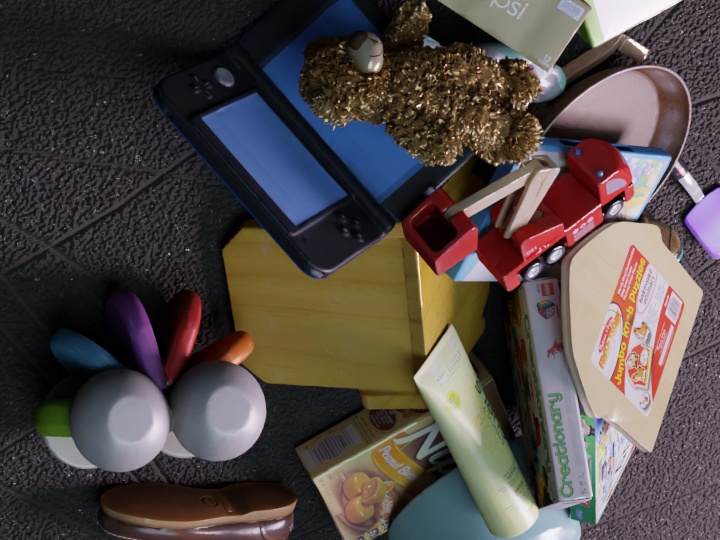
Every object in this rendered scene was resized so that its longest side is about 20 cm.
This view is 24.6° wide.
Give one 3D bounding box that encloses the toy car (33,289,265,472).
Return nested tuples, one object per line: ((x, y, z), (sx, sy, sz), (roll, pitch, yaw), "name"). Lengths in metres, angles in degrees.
((-0.180, 0.090, 1.402), (0.199, 0.175, 0.151), (-4, 87, -23), "toy car")

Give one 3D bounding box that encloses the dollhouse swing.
((0.000, 0.000, 1.490), (0.182, 0.175, 0.201), (-50, 143, -45), "dollhouse swing")

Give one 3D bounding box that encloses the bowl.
((0.137, 0.261, 1.626), (0.200, 0.105, 0.201), (-23, 153, -12), "bowl")

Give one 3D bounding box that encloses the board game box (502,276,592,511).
((0.170, 0.117, 1.518), (0.034, 0.201, 0.126), (-7, 168, -6), "board game box")

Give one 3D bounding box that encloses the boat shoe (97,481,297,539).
((-0.153, 0.242, 1.546), (0.199, 0.070, 0.071), (6, 113, -28), "boat shoe")

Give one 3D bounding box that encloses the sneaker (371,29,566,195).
((0.079, -0.122, 1.389), (0.199, 0.078, 0.141), (6, 82, -19), "sneaker")

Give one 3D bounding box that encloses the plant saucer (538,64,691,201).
((0.211, -0.106, 1.485), (0.200, 0.035, 0.201), (-24, 140, -22), "plant saucer")

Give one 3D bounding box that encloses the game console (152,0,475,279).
((-0.030, -0.121, 1.287), (0.118, 0.200, 0.171), (-45, 175, 33), "game console")

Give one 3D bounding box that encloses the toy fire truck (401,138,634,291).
((0.135, -0.053, 1.359), (0.200, 0.049, 0.141), (-37, 151, -7), "toy fire truck")

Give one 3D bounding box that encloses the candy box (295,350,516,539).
((0.049, 0.176, 1.610), (0.199, 0.055, 0.116), (-29, 130, -5), "candy box")

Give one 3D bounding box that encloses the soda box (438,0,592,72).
((0.082, -0.242, 1.312), (0.199, 0.068, 0.064), (32, 105, -13), "soda box")

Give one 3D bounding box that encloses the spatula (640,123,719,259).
((0.315, -0.086, 1.591), (0.056, 0.021, 0.200), (-41, 128, 6), "spatula")

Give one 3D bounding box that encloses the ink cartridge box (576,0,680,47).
((0.246, -0.303, 1.387), (0.199, 0.076, 0.148), (-29, 127, -7), "ink cartridge box")

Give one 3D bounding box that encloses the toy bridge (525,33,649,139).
((0.177, -0.134, 1.492), (0.067, 0.027, 0.200), (25, 107, -34), "toy bridge")

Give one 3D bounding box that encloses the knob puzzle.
((0.233, 0.044, 1.510), (0.219, 0.030, 0.221), (0, 90, -47), "knob puzzle")

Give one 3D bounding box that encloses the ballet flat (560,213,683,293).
((0.223, 0.022, 1.596), (0.072, 0.068, 0.200), (43, 97, -18), "ballet flat")

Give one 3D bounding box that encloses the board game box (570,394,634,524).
((0.249, 0.132, 1.614), (0.200, 0.029, 0.135), (-52, 146, -46), "board game box")

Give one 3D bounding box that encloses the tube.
((0.103, 0.152, 1.486), (0.052, 0.058, 0.201), (-25, 114, 1), "tube")

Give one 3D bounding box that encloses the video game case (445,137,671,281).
((0.178, -0.051, 1.468), (0.199, 0.018, 0.144), (1, 126, -42), "video game case")

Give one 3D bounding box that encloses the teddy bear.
((0.054, -0.143, 1.275), (0.199, 0.146, 0.067), (26, 152, -8), "teddy bear")
